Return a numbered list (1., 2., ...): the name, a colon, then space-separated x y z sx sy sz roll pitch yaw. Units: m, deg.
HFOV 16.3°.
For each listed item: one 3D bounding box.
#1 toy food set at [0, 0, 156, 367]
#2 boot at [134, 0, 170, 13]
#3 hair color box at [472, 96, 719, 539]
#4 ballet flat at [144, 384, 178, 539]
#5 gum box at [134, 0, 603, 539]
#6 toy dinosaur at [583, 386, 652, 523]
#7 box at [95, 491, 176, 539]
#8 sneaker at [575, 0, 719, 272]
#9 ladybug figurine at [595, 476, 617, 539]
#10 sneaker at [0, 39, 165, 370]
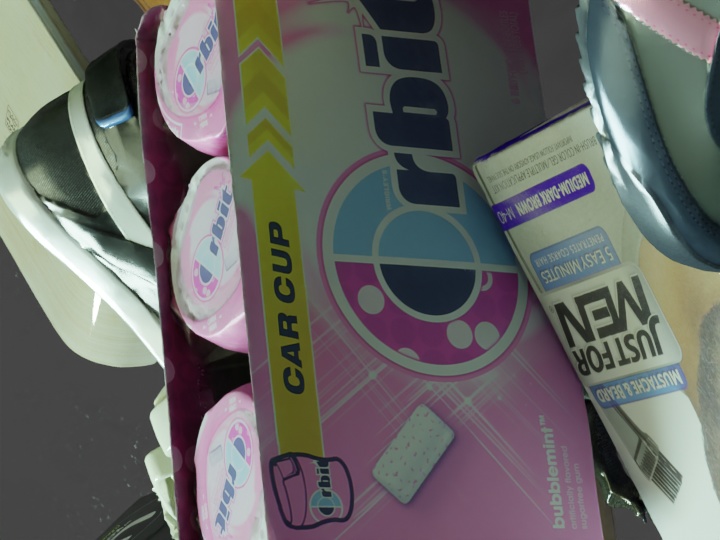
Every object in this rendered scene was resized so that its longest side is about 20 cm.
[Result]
1. toy food set: -0.131 -0.074 1.143 0.200 0.060 0.144 55 146 30
2. boot: -0.094 -0.108 0.929 0.199 0.068 0.189 19 135 29
3. hair color box: 0.120 0.035 0.726 0.201 0.065 0.109 61 157 -1
4. ballet flat: -0.046 0.063 0.931 0.072 0.072 0.200 55 162 17
5. gum box: 0.000 0.000 0.781 0.066 0.113 0.201 -36 56 56
6. toy dinosaur: 0.057 0.064 0.849 0.088 0.047 0.200 48 117 -1
7. box: -0.048 0.202 1.088 0.124 0.149 0.200 -26 104 47
8. sneaker: 0.099 -0.085 0.600 0.082 0.070 0.201 26 130 50
9. ladybug figurine: 0.033 0.065 0.934 0.136 0.072 0.201 28 140 54
10. sneaker: -0.043 -0.009 1.018 0.200 0.073 0.112 42 120 -19
